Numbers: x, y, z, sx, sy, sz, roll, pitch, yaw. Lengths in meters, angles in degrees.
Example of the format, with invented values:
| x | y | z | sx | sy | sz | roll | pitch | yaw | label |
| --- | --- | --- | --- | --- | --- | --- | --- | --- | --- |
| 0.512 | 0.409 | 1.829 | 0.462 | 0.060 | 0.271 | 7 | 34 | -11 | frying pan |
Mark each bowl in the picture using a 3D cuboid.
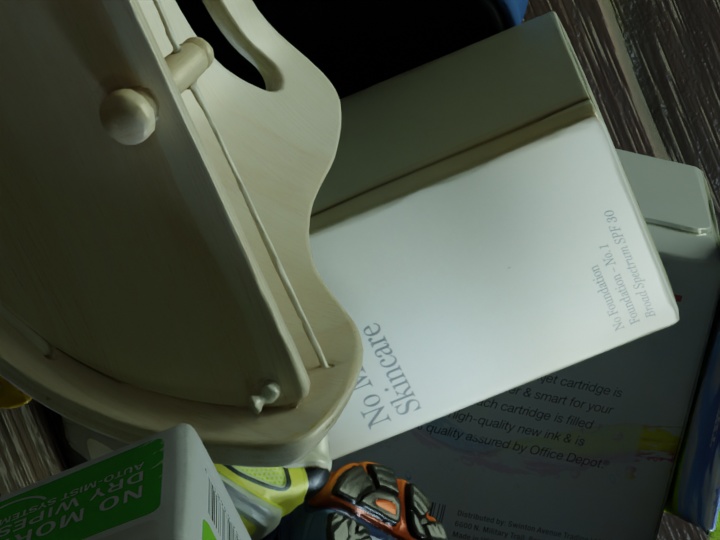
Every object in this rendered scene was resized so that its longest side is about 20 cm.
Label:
| x | y | z | sx | sy | sz | roll | pitch | yaw | label |
| --- | --- | --- | --- | --- | --- | --- | --- | --- | --- |
| -0.036 | -0.086 | 0.855 | 0.201 | 0.200 | 0.039 | 56 | 25 | -63 | bowl |

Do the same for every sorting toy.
| x | y | z | sx | sy | sz | roll | pitch | yaw | label |
| --- | --- | --- | --- | --- | --- | --- | --- | --- | --- |
| -0.063 | -0.066 | 0.687 | 0.200 | 0.107 | 0.180 | 66 | 30 | -18 | sorting toy |

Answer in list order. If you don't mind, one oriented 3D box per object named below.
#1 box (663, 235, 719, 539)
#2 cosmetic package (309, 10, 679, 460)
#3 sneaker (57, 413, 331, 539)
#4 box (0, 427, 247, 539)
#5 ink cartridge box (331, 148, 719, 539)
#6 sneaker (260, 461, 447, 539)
| x | y | z | sx | sy | sz | roll | pitch | yaw | label |
| --- | --- | --- | --- | --- | --- | --- | --- | --- | --- |
| 0.157 | 0.045 | 0.939 | 0.200 | 0.047 | 0.122 | 68 | 34 | -87 | box |
| 0.000 | 0.000 | 0.847 | 0.073 | 0.199 | 0.104 | -105 | 169 | -53 | cosmetic package |
| -0.075 | 0.002 | 0.761 | 0.075 | 0.076 | 0.200 | -96 | 161 | -64 | sneaker |
| -0.030 | 0.161 | 0.424 | 0.177 | 0.096 | 0.200 | -97 | 164 | -67 | box |
| 0.060 | 0.049 | 1.018 | 0.145 | 0.145 | 0.201 | -77 | 179 | -70 | ink cartridge box |
| -0.004 | 0.168 | 0.802 | 0.075 | 0.078 | 0.201 | 9 | 71 | -44 | sneaker |
